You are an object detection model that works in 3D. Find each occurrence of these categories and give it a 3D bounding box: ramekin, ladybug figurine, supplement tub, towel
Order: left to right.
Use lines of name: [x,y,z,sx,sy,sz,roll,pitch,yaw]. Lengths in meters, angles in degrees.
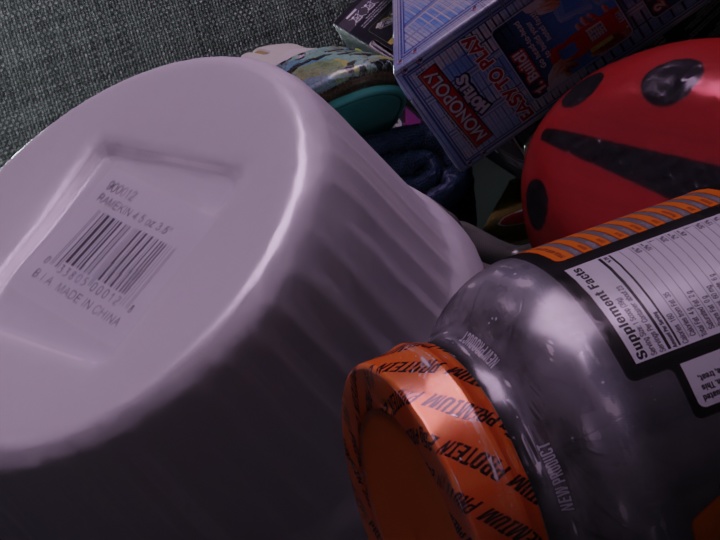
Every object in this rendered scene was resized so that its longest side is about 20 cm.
ramekin: [-0.064,0.021,0.846,0.200,0.098,0.201,-24,40,22]
towel: [0.000,0.000,1.099,0.111,0.049,0.200,-18,-19,-4]
ladybug figurine: [0.130,-0.022,0.875,0.199,0.136,0.072,17,-4,42]
supplement tub: [0.103,0.038,0.657,0.199,0.123,0.122,-19,9,-16]

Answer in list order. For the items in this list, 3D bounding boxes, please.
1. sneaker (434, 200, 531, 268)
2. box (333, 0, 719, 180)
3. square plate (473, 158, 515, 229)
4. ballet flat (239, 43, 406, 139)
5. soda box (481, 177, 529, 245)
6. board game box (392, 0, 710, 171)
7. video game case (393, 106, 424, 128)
sneaker: [0.016,0.020,1.001,0.199,0.100,0.078,-14,9,13]
box: [0.103,-0.136,1.033,0.200,0.049,0.161,-44,33,-7]
square plate: [0.037,-0.038,1.230,0.200,0.029,0.198,-33,-11,15]
ballet flat: [-0.041,-0.060,1.073,0.074,0.074,0.200,-23,-14,-35]
soda box: [0.098,-0.006,1.123,0.067,0.064,0.200,-16,8,12]
board game box: [0.073,-0.143,0.974,0.200,0.062,0.200,-43,38,-7]
video game case: [-0.022,-0.036,1.253,0.181,0.036,0.200,-20,-15,-47]
